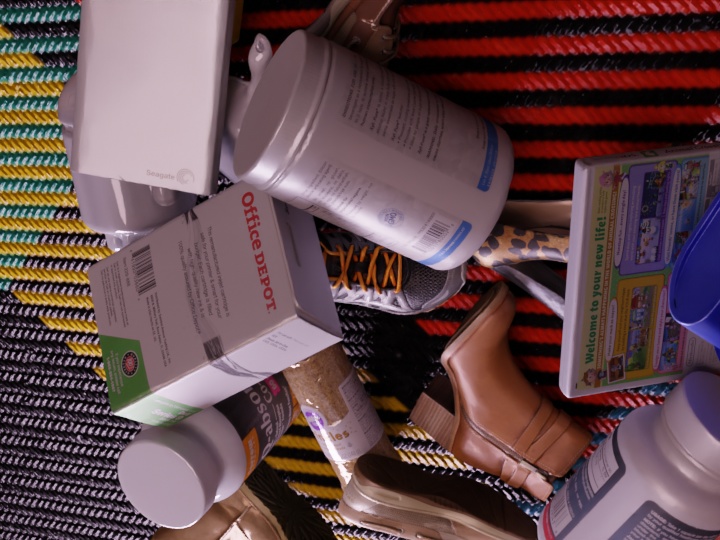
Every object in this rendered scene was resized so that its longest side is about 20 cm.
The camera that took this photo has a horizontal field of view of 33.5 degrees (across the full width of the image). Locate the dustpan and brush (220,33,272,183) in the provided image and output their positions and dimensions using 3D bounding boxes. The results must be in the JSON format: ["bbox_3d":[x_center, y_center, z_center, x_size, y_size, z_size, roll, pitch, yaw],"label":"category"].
[{"bbox_3d":[-0.096,-0.137,1.054,0.139,0.057,0.200,40,163,13],"label":"dustpan and brush"}]

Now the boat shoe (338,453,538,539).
[{"bbox_3d":[0.076,0.238,1.152,0.198,0.071,0.065,21,111,-9],"label":"boat shoe"}]

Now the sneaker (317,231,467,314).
[{"bbox_3d":[0.000,0.000,1.080,0.198,0.077,0.079,-1,87,25],"label":"sneaker"}]

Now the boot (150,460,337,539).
[{"bbox_3d":[-0.129,0.312,1.319,0.176,0.066,0.200,49,125,11],"label":"boot"}]

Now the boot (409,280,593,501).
[{"bbox_3d":[0.141,0.116,1.080,0.154,0.077,0.201,32,126,10],"label":"boot"}]

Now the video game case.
[{"bbox_3d":[0.248,-0.002,0.945,0.180,0.022,0.202,-8,117,-13],"label":"video game case"}]

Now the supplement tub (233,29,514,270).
[{"bbox_3d":[0.012,-0.094,0.965,0.198,0.133,0.132,24,127,-20],"label":"supplement tub"}]

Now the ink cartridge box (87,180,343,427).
[{"bbox_3d":[-0.127,0.028,1.036,0.198,0.084,0.147,-26,61,20],"label":"ink cartridge box"}]

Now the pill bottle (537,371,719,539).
[{"bbox_3d":[0.247,0.184,0.996,0.119,0.120,0.201,36,124,5],"label":"pill bottle"}]

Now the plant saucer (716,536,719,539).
[{"bbox_3d":[0.344,0.221,1.063,0.199,0.037,0.201,-35,97,34],"label":"plant saucer"}]

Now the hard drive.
[{"bbox_3d":[-0.176,-0.174,1.011,0.130,0.027,0.203,10,105,10],"label":"hard drive"}]

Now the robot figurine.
[{"bbox_3d":[-0.217,-0.112,1.117,0.169,0.112,0.202,22,127,47],"label":"robot figurine"}]

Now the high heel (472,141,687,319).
[{"bbox_3d":[0.167,-0.060,0.987,0.142,0.071,0.201,37,128,5],"label":"high heel"}]

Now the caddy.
[{"bbox_3d":[0.322,-0.001,0.869,0.201,0.104,0.142,-59,39,16],"label":"caddy"}]

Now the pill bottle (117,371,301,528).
[{"bbox_3d":[-0.142,0.152,1.160,0.115,0.200,0.118,11,120,20],"label":"pill bottle"}]

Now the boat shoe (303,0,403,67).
[{"bbox_3d":[0.003,-0.201,0.998,0.072,0.076,0.200,47,134,-7],"label":"boat shoe"}]

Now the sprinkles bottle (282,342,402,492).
[{"bbox_3d":[-0.026,0.125,1.156,0.068,0.068,0.201,-12,117,29],"label":"sprinkles bottle"}]

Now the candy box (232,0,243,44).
[{"bbox_3d":[-0.138,-0.297,0.997,0.101,0.026,0.202,18,121,11],"label":"candy box"}]
